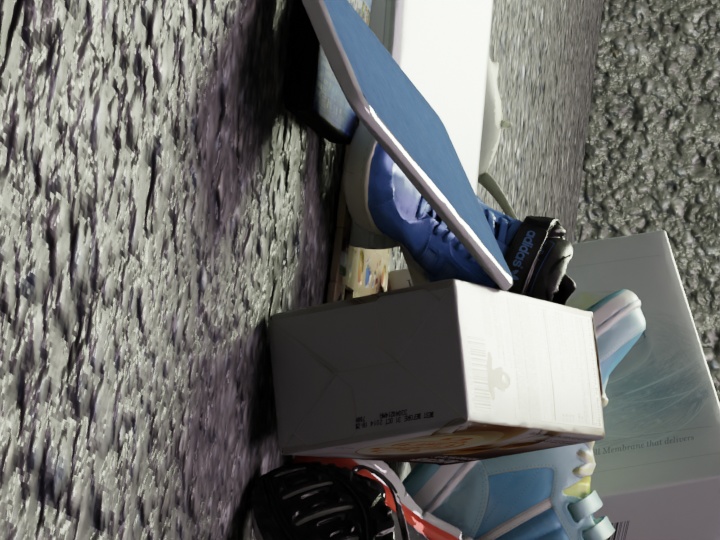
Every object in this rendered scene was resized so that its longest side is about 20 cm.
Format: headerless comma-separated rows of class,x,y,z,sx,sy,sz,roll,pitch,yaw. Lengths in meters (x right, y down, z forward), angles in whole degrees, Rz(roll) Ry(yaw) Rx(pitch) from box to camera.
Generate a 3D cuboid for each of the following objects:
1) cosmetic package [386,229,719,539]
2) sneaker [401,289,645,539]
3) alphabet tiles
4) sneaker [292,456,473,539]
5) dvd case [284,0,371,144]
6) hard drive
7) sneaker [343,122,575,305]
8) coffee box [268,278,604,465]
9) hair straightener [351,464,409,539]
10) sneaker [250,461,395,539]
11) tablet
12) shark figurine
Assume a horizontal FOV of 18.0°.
cosmetic package,0.132,0.096,1.552,0.123,0.199,0.200,91,-11,-55
sneaker,0.132,0.116,1.420,0.200,0.131,0.080,-44,177,-7
alphabet tiles,0.000,0.000,1.475,0.200,0.008,0.167,36,61,-80
sneaker,0.015,0.181,1.355,0.200,0.077,0.082,43,61,-31
dvd case,-0.010,-0.177,1.261,0.143,0.018,0.200,23,74,-80
hard drive,0.041,-0.119,1.433,0.132,0.026,0.200,-11,108,-59
sneaker,0.069,-0.025,1.366,0.077,0.111,0.200,-63,149,-22
coffee box,0.047,0.061,1.270,0.200,0.114,0.080,14,68,-63
hair straightener,-0.001,0.204,1.256,0.077,0.041,0.200,59,30,-57
sneaker,-0.003,0.182,1.183,0.200,0.074,0.079,56,-32,34
tablet,0.020,-0.079,1.178,0.200,0.014,0.130,46,18,-52
shark figurine,0.054,-0.101,1.548,0.215,0.089,0.128,96,-28,-57
